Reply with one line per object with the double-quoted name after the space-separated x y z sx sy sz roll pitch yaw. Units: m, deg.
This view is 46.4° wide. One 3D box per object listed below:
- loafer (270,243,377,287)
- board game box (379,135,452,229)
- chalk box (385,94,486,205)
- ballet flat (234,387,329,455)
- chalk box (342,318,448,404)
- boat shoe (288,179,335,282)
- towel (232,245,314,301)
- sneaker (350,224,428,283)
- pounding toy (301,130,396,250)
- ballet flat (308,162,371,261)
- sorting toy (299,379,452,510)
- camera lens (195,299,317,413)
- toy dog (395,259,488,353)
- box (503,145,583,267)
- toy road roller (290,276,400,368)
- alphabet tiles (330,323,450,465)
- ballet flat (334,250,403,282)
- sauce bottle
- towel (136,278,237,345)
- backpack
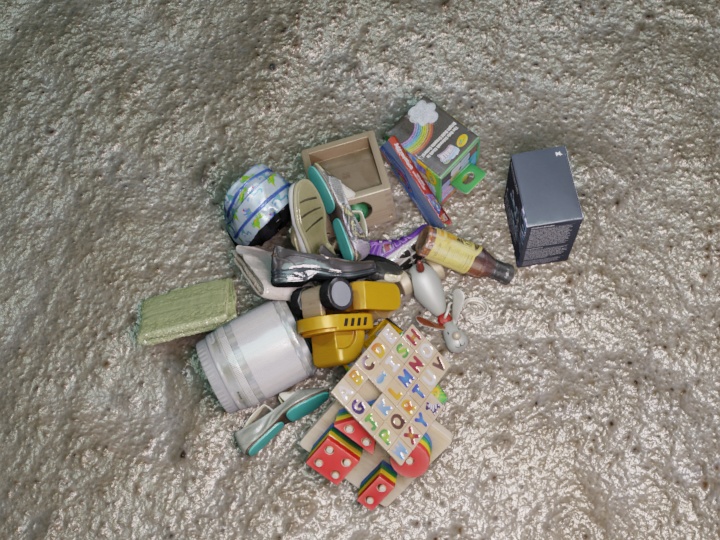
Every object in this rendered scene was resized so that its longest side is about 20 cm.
-0.065 -0.014 1.510 0.196 0.073 0.074 -2 79 -19 "loafer"
0.107 -0.168 1.655 0.019 0.103 0.202 -34 94 -10 "board game box"
0.161 -0.228 1.702 0.200 0.124 0.125 42 77 17 "chalk box"
-0.150 0.264 1.572 0.199 0.068 0.064 -36 63 -9 "ballet flat"
0.066 0.210 1.519 0.123 0.124 0.202 -35 105 -6 "chalk box"
-0.101 -0.070 1.570 0.068 0.203 0.074 4 24 46 "boat shoe"
-0.161 0.006 1.603 0.200 0.131 0.035 45 120 52 "towel"
0.057 -0.040 1.664 0.198 0.081 0.084 -31 63 -6 "sneaker"
-0.029 -0.140 1.692 0.181 0.143 0.203 -16 57 0 "pounding toy"
-0.033 -0.113 1.578 0.071 0.072 0.203 -23 90 -4 "ballet flat"
0.021 0.305 1.443 0.199 0.070 0.199 37 116 -7 "sorting toy"
-0.187 0.155 1.565 0.198 0.160 0.162 -27 69 -5 "camera lens"
0.146 0.052 1.608 0.199 0.097 0.132 38 77 18 "toy dog"
0.343 -0.116 1.598 0.105 0.201 0.151 -8 67 2 "box"
-0.025 0.095 1.504 0.198 0.122 0.149 1 79 -41 "toy road roller"
0.066 0.192 1.403 0.167 0.008 0.200 46 59 -5 "alphabet tiles"
0.000 0.000 1.611 0.197 0.066 0.058 10 112 36 "ballet flat"
0.203 -0.025 1.618 0.197 0.066 0.067 21 69 -18 "sauce bottle"
-0.336 0.081 1.641 0.196 0.037 0.149 -14 31 -2 "towel"
-0.194 -0.123 1.632 0.162 0.200 0.155 -37 106 -8 "backpack"
